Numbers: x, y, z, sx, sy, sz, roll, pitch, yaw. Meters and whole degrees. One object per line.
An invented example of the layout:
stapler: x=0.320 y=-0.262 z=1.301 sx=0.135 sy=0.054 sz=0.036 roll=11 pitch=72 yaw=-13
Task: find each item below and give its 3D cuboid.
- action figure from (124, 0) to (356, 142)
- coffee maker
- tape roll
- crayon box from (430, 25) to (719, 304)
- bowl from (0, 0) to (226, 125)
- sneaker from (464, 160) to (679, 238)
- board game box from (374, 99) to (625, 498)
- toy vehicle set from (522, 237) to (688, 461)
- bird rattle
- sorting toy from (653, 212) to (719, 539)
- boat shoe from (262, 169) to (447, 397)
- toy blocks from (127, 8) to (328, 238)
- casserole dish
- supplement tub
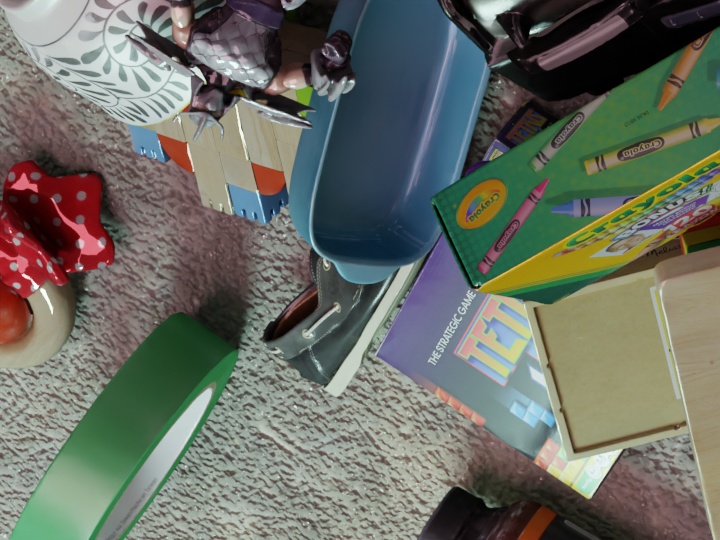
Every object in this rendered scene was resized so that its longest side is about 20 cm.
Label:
action figure: x=-0.050 y=-0.158 z=1.539 sx=0.130 sy=0.069 sz=0.200 roll=24 pitch=105 yaw=-17
coffee maker: x=0.167 y=-0.176 z=1.496 sx=0.200 sy=0.192 sz=0.135 roll=-15 pitch=79 yaw=31
tape roll: x=-0.155 y=0.121 z=1.838 sx=0.048 sy=0.200 sz=0.200 roll=34 pitch=132 yaw=6
crayon box: x=0.149 y=-0.056 z=1.461 sx=0.200 sy=0.119 sz=0.058 roll=-30 pitch=75 yaw=19
bowl: x=-0.157 y=-0.187 z=1.627 sx=0.201 sy=0.094 sz=0.201 roll=-6 pitch=83 yaw=52
sneaker: x=0.148 y=-0.064 z=1.582 sx=0.200 sy=0.083 sz=0.081 roll=-12 pitch=122 yaw=5
board game box: x=0.120 y=0.020 z=1.703 sx=0.165 sy=0.057 sz=0.200 roll=32 pitch=132 yaw=6
toy vehicle set: x=0.199 y=0.033 z=1.607 sx=0.200 sy=0.027 sz=0.124 roll=-14 pitch=126 yaw=3
bird rattle: x=-0.251 y=-0.003 z=1.906 sx=0.200 sy=0.113 sz=0.163 roll=-2 pitch=132 yaw=17
sorting toy: x=0.272 y=0.038 z=1.560 sx=0.200 sy=0.070 sz=0.199 roll=-14 pitch=126 yaw=3
boat shoe: x=0.000 y=0.000 z=1.749 sx=0.068 sy=0.072 sz=0.200 roll=34 pitch=134 yaw=0
toy blocks: x=-0.074 y=-0.092 z=1.725 sx=0.200 sy=0.100 sz=0.137 roll=19 pitch=138 yaw=32
casserole dish: x=0.015 y=-0.093 z=1.626 sx=0.039 sy=0.121 sz=0.200 roll=25 pitch=104 yaw=41
supplement tub: x=0.128 y=0.218 z=1.801 sx=0.200 sy=0.107 sz=0.107 roll=29 pitch=131 yaw=10
